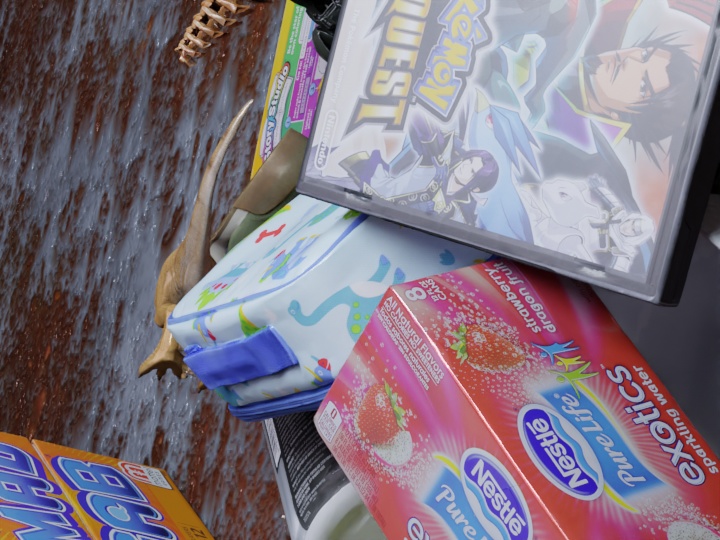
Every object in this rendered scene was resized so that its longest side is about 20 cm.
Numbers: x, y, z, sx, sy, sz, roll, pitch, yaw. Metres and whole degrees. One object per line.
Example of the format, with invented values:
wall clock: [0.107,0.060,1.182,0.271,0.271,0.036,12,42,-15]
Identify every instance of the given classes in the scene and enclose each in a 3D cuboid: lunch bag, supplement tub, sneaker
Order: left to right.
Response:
sneaker: [-0.045,-0.001,1.535,0.067,0.090,0.200,-55,1,-38]
lunch bag: [0.000,0.000,1.240,0.161,0.083,0.200,-41,9,-23]
supplement tub: [0.007,0.068,1.380,0.123,0.122,0.201,-56,32,31]

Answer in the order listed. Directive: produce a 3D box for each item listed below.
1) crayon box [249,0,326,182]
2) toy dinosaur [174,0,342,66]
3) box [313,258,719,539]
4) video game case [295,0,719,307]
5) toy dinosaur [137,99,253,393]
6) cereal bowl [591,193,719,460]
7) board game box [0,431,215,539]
crayon box: [0.002,-0.138,1.561,0.119,0.058,0.202,-3,74,61]
toy dinosaur: [-0.012,-0.162,1.459,0.199,0.136,0.102,-35,-11,-2]
box: [0.081,0.098,1.081,0.201,0.099,0.096,56,138,26]
video game case: [0.075,-0.106,1.086,0.180,0.025,0.202,18,96,30]
toy dinosaur: [-0.093,0.006,1.444,0.200,0.060,0.107,105,163,-59]
cereal bowl: [0.149,0.058,1.130,0.199,0.083,0.202,21,117,47]
board game box: [-0.209,0.232,1.611,0.200,0.199,0.201,43,114,59]
